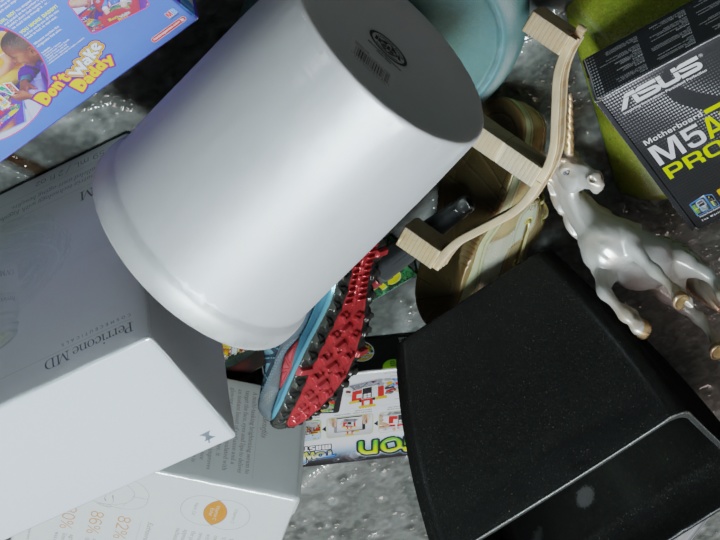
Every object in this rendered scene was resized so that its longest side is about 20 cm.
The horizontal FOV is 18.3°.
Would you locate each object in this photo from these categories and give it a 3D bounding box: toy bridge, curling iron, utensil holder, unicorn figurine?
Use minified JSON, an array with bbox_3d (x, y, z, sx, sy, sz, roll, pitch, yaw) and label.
[{"bbox_3d":[0.100,-0.081,1.510,0.067,0.027,0.200,36,114,10],"label":"toy bridge"},{"bbox_3d":[0.000,0.000,1.598,0.200,0.026,0.050,-28,132,27],"label":"curling iron"},{"bbox_3d":[-0.044,-0.077,1.419,0.170,0.170,0.200,27,122,-34],"label":"utensil holder"},{"bbox_3d":[0.192,-0.012,1.548,0.074,0.138,0.200,-40,141,9],"label":"unicorn figurine"}]

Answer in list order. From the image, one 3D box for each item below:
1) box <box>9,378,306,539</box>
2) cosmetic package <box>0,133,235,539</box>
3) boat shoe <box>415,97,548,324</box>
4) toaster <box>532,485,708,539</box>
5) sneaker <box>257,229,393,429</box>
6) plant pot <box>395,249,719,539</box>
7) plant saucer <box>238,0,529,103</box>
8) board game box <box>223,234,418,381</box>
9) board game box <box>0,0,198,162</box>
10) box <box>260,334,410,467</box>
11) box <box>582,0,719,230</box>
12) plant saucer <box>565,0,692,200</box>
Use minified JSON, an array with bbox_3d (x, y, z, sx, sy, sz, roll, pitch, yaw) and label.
[{"bbox_3d":[-0.154,0.160,1.692,0.199,0.107,0.153,12,134,-9],"label":"box"},{"bbox_3d":[-0.206,0.047,1.521,0.199,0.201,0.123,-25,136,13],"label":"cosmetic package"},{"bbox_3d":[0.096,-0.041,1.600,0.066,0.074,0.201,-7,136,-31],"label":"boat shoe"},{"bbox_3d":[0.194,0.146,1.737,0.200,0.114,0.129,33,90,-22],"label":"toaster"},{"bbox_3d":[-0.040,0.010,1.570,0.079,0.095,0.201,1,109,-56],"label":"sneaker"},{"bbox_3d":[0.138,0.106,1.591,0.200,0.178,0.199,-33,151,13],"label":"plant pot"},{"bbox_3d":[0.017,-0.152,1.491,0.199,0.027,0.201,-6,137,-6],"label":"plant saucer"},{"bbox_3d":[-0.067,0.019,1.653,0.200,0.024,0.105,-30,132,19],"label":"board game box"},{"bbox_3d":[-0.222,-0.156,1.420,0.200,0.045,0.134,-32,133,20],"label":"board game box"},{"bbox_3d":[0.022,0.100,1.748,0.199,0.035,0.110,-5,137,-7],"label":"box"},{"bbox_3d":[0.271,-0.126,1.490,0.199,0.044,0.160,-27,136,16],"label":"box"},{"bbox_3d":[0.261,-0.131,1.550,0.199,0.048,0.200,-18,136,6],"label":"plant saucer"}]
